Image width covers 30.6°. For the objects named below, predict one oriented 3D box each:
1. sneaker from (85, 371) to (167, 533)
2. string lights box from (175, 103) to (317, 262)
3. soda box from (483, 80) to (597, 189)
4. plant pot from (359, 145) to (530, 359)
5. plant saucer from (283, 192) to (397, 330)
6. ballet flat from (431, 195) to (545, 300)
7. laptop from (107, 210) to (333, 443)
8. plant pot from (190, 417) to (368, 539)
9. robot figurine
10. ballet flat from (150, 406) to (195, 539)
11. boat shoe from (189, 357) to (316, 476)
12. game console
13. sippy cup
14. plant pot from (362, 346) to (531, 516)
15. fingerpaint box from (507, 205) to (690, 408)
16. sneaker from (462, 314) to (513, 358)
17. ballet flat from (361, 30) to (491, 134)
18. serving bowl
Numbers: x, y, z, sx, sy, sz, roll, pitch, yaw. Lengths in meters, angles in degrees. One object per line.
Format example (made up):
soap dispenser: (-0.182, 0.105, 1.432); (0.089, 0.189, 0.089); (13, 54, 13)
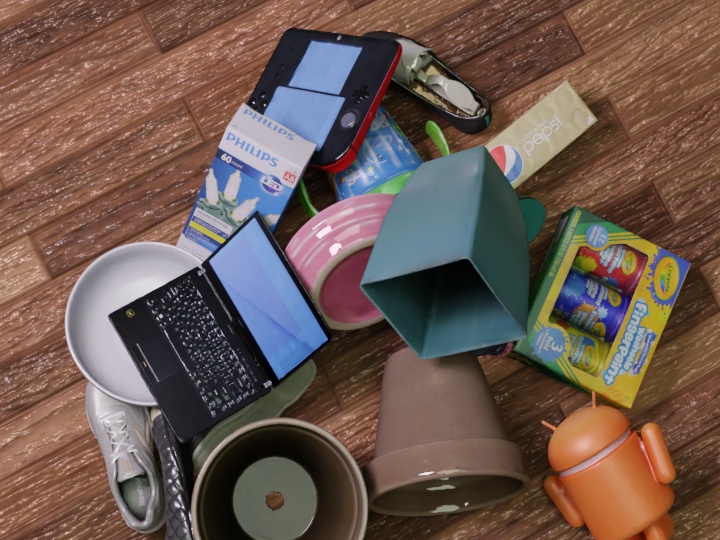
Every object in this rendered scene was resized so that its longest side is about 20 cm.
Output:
sneaker: (-0.276, 0.215, 1.565); (0.075, 0.092, 0.202); (-21, 86, -7)
string lights box: (-0.138, -0.087, 1.565); (0.102, 0.201, 0.059); (28, 39, -1)
soda box: (0.201, -0.150, 1.667); (0.199, 0.064, 0.068); (-39, 89, -8)
plant pot: (0.108, -0.031, 1.490); (0.142, 0.140, 0.202); (49, 39, -36)
plant saucer: (0.000, 0.000, 1.568); (0.198, 0.202, 0.051); (-24, 50, -8)
ballet flat: (0.144, -0.022, 1.623); (0.200, 0.070, 0.068); (-41, 95, -19)
laptop: (-0.163, 0.066, 1.517); (0.198, 0.103, 0.178); (-29, 78, -19)
plant pot: (-0.096, 0.272, 1.536); (0.197, 0.174, 0.203); (1, 84, -5)
robot figurine: (0.307, 0.251, 1.609); (0.116, 0.144, 0.201); (-31, 87, -25)
ballet flat: (-0.223, 0.247, 1.536); (0.056, 0.067, 0.202); (-19, 63, 7)
boat shoe: (-0.139, 0.166, 1.602); (0.201, 0.072, 0.061); (-45, 45, 3)
game console: (-0.056, -0.211, 1.601); (0.198, 0.031, 0.179); (16, 79, 40)
sippy cup: (0.014, -0.128, 1.619); (0.177, 0.139, 0.132); (-12, 70, -49)
plant pot: (0.095, 0.185, 1.572); (0.197, 0.201, 0.177); (-3, 68, -6)
fingerpaint box: (0.296, 0.047, 1.650); (0.165, 0.073, 0.202); (26, 82, -2)
sneaker: (0.159, 0.073, 1.575); (0.070, 0.200, 0.082); (-36, 100, 12)
ballet flat: (0.086, -0.247, 1.663); (0.198, 0.068, 0.069); (32, 82, -2)
serving bowl: (-0.256, 0.071, 1.587); (0.197, 0.066, 0.203); (4, 71, -11)
